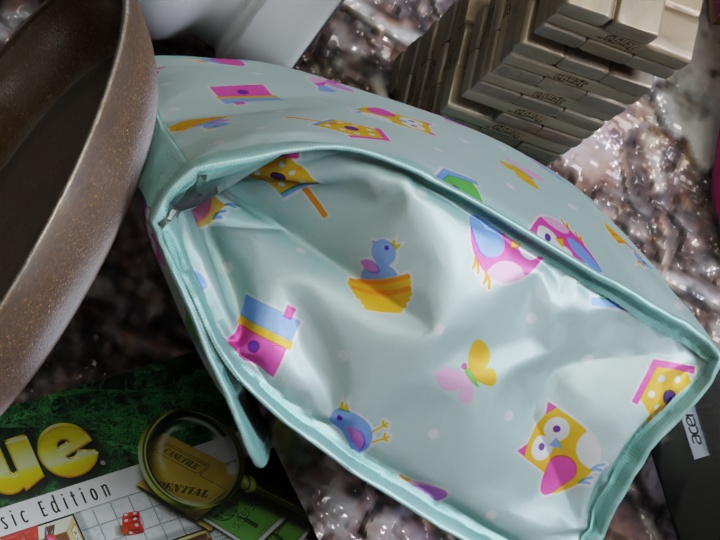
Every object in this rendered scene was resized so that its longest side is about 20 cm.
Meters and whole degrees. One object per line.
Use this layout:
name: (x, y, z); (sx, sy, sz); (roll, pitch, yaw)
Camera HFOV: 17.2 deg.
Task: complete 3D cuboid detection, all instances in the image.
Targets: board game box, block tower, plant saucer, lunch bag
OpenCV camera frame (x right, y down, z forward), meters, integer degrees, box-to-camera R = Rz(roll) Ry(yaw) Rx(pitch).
board game box: (-0.118, 0.099, 0.835); (0.199, 0.023, 0.105); (-17, 63, -25)
block tower: (0.065, -0.080, 0.884); (0.054, 0.200, 0.058); (18, 72, -14)
plant saucer: (-0.123, -0.008, 0.790); (0.032, 0.200, 0.201); (31, 61, -21)
lunch bag: (0.000, 0.000, 0.821); (0.199, 0.170, 0.122); (27, 101, -18)

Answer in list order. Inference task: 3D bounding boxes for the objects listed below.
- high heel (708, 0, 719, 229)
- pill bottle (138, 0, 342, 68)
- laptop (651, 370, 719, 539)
high heel: (0.192, -0.069, 0.981); (0.067, 0.096, 0.201); (5, 69, -18)
pill bottle: (-0.087, -0.161, 0.906); (0.200, 0.116, 0.116); (36, 61, -3)
laptop: (0.229, 0.104, 0.961); (0.200, 0.103, 0.178); (-10, 82, -50)
